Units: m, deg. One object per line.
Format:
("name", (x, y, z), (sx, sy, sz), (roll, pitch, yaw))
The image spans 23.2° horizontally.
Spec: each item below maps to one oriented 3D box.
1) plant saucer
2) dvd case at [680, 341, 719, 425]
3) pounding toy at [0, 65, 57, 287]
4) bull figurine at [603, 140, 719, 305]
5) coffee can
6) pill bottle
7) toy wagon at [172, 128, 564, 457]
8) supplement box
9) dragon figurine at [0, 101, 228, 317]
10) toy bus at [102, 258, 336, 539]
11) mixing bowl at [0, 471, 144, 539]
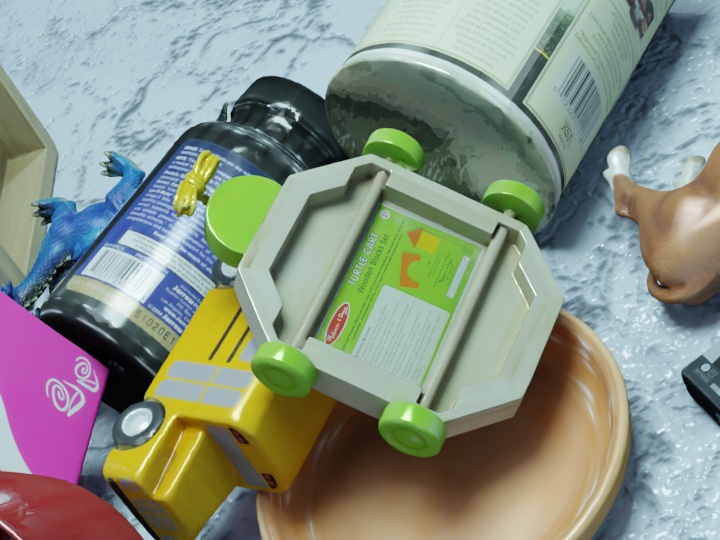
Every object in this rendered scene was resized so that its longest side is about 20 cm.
("plant saucer", (0.043, 0.099, 0.889), (0.199, 0.038, 0.201), (-16, 44, 16))
("dvd case", (0.273, 0.036, 0.827), (0.199, 0.025, 0.150), (-35, 41, -5))
("pounding toy", (-0.314, -0.086, 1.152), (0.141, 0.200, 0.185), (-17, 43, 15))
("bull figurine", (0.221, -0.062, 0.911), (0.199, 0.065, 0.122), (-34, 35, 7))
("coffee can", (0.089, -0.139, 1.011), (0.146, 0.147, 0.200), (10, 55, 37))
("pill bottle", (-0.085, -0.014, 1.016), (0.111, 0.112, 0.200), (16, 59, 39))
("toy wagon", (0.000, 0.000, 0.881), (0.199, 0.040, 0.156), (24, 58, 5))
("supplement box", (-0.246, 0.100, 0.960), (0.199, 0.103, 0.102), (-29, 36, 36))
("dragon figurine", (-0.151, -0.020, 1.100), (0.199, 0.059, 0.100), (-28, 41, 3))
("toy bus", (-0.051, 0.048, 0.917), (0.078, 0.065, 0.201), (5, 51, 34))
("mixing bowl", (-0.162, 0.174, 0.843), (0.199, 0.201, 0.108), (2, 18, 31))
